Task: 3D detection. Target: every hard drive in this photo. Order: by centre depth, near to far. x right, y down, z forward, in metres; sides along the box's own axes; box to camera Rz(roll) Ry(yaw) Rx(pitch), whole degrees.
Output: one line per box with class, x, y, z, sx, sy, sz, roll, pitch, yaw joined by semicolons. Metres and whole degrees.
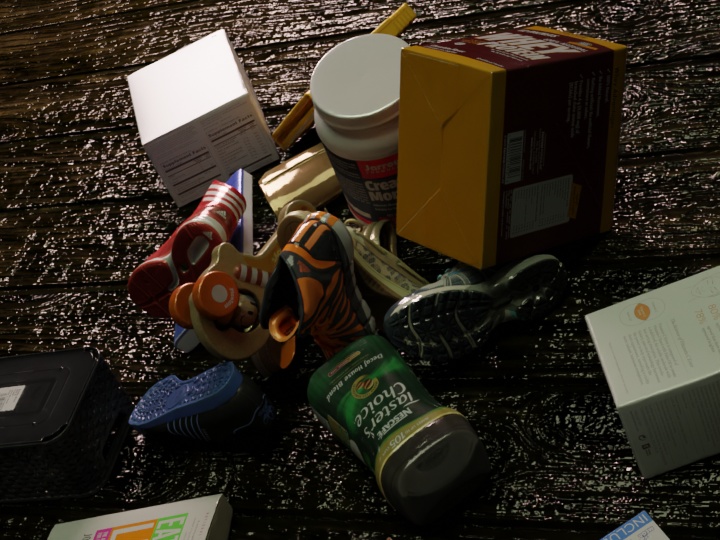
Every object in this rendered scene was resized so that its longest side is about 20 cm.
hard drive;-0.173;-0.015;1.605;0.132;0.025;0.201;-46;29;27

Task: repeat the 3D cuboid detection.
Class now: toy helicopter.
toy helicopter;-0.096;0.012;1.412;0.079;0.132;0.201;-22;29;56

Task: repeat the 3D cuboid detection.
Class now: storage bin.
storage bin;-0.364;0.171;1.495;0.197;0.094;0.136;-7;41;23

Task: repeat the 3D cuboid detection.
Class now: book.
book;-0.228;0.291;1.317;0.197;0.048;0.134;-14;35;19

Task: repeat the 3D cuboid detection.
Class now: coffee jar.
coffee jar;0.035;0.149;1.284;0.104;0.086;0.200;-35;38;-11

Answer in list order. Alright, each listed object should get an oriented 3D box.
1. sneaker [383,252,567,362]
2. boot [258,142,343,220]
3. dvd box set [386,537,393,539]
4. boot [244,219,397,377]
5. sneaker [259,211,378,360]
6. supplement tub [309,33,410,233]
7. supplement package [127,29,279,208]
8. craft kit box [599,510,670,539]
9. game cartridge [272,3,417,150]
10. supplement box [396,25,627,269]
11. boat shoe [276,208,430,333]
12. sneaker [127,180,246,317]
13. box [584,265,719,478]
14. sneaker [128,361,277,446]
sneaker;0.109;0.030;1.384;0.197;0.079;0.086;-17;26;-18
boot;-0.041;-0.154;1.704;0.198;0.067;0.176;-30;36;-1
dvd box set;0.006;0.333;1.090;0.201;0.029;0.146;-51;40;-6
boot;-0.039;0.026;1.489;0.153;0.073;0.201;-9;38;20
sneaker;-0.048;0.050;1.347;0.077;0.202;0.112;9;40;34
supplement tub;0.028;-0.150;1.528;0.138;0.201;0.142;-9;52;12
supplement package;-0.216;-0.208;1.836;0.154;0.112;0.201;-25;36;2
craft kit box;0.195;0.307;1.037;0.198;0.049;0.198;-31;35;-5
game cartridge;-0.020;-0.252;1.754;0.200;0.032;0.176;-48;5;-23
supplement box;0.154;-0.133;1.395;0.198;0.200;0.132;-15;26;-37
boat shoe;0.000;0.000;1.414;0.073;0.199;0.063;-41;16;40
sneaker;-0.187;-0.027;1.562;0.199;0.078;0.116;-34;17;45
box;0.314;0.077;1.190;0.197;0.098;0.125;-21;37;9
sneaker;-0.168;0.153;1.426;0.199;0.078;0.071;-17;34;49
